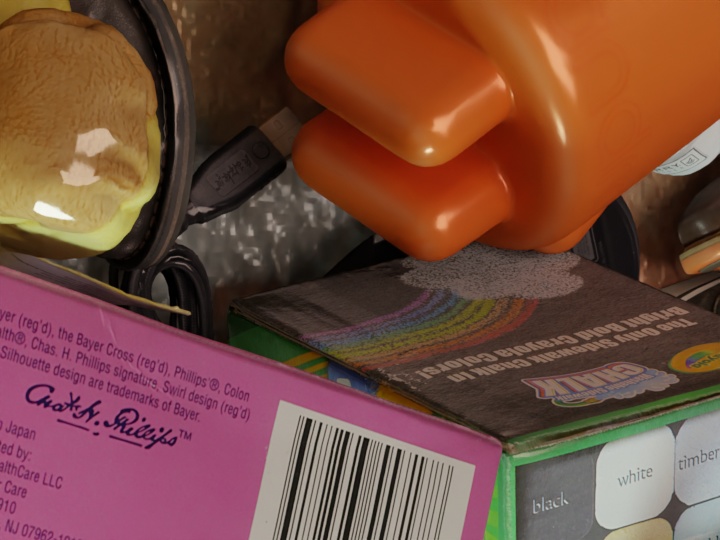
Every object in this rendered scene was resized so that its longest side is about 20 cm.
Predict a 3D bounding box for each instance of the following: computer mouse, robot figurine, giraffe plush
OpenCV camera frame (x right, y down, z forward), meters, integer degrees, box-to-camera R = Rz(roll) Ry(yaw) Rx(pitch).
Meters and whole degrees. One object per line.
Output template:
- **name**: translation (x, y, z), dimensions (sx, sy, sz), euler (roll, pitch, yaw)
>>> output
- **computer mouse**: translation (0.000, 0.000, 0.925), dimensions (0.199, 0.046, 0.141), euler (-32, 118, -24)
- **robot figurine**: translation (0.066, -0.084, 0.860), dimensions (0.200, 0.116, 0.144), euler (-37, 106, -28)
- **giraffe plush**: translation (-0.104, -0.089, 0.693), dimensions (0.200, 0.172, 0.163), euler (21, 76, -53)

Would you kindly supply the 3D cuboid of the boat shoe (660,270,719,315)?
- **boat shoe**: translation (0.153, 0.030, 1.039), dimensions (0.200, 0.063, 0.071), euler (-33, 111, -35)

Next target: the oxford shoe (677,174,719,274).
- **oxford shoe**: translation (0.173, -0.066, 1.064), dimensions (0.200, 0.071, 0.073), euler (-39, 96, -39)

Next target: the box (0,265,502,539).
- **box**: translation (-0.096, 0.065, 0.745), dimensions (0.175, 0.199, 0.097), euler (21, 77, -37)

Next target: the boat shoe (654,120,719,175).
- **boat shoe**: translation (0.131, -0.137, 1.013), dimensions (0.067, 0.073, 0.201), euler (29, 73, -39)

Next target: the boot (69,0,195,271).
- **boot**: translation (-0.148, -0.075, 0.797), dimensions (0.173, 0.069, 0.201), euler (-22, 97, -34)

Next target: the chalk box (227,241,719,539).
- **chalk box**: translation (0.061, 0.081, 0.836), dimensions (0.124, 0.200, 0.125), euler (-12, 112, -30)
